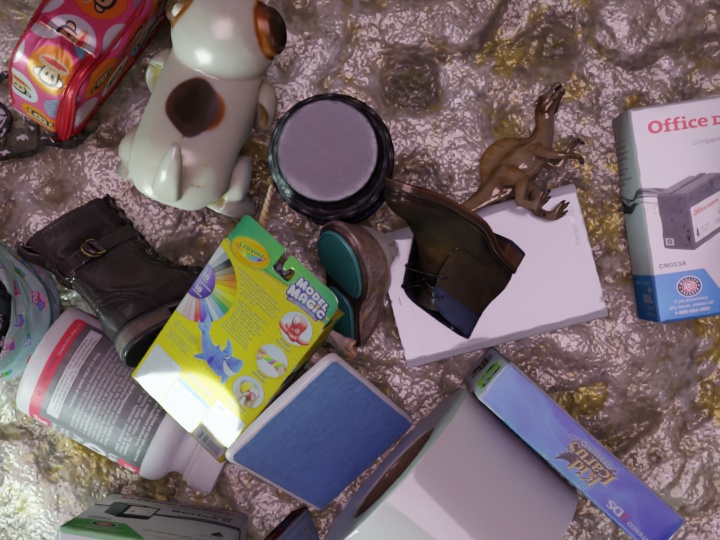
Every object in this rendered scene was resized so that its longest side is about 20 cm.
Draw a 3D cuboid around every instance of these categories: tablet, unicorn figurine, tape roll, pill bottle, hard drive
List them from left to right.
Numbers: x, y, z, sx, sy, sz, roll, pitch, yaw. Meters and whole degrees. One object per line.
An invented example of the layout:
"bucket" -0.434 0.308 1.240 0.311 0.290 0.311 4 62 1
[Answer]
"pill bottle" -0.210 0.127 1.141 0.199 0.111 0.111 28 91 1
"unicorn figurine" -0.065 0.038 1.099 0.137 0.200 0.074 38 60 9
"tablet" -0.032 0.151 1.107 0.130 0.200 0.014 -43 57 1
"pill bottle" -0.025 -0.097 1.090 0.111 0.200 0.113 0 90 2
"tape roll" 0.078 0.226 1.092 0.139 0.203 0.203 42 91 1
"hard drive" 0.125 0.005 1.176 0.199 0.026 0.133 -15 90 2

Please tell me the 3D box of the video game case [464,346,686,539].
"video game case" 0.185 0.156 1.099 0.200 0.181 0.045 42 92 1

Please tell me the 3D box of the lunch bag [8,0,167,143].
"lunch bag" -0.240 -0.218 1.106 0.082 0.176 0.201 34 69 -7

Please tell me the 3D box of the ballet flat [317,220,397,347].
"ballet flat" 0.000 0.000 1.105 0.067 0.200 0.068 -38 70 -21

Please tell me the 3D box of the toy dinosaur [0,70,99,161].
"toy dinosaur" -0.358 -0.140 1.175 0.199 0.047 0.089 -15 97 4

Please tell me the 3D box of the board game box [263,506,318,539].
"board game box" -0.066 0.291 1.096 0.019 0.200 0.103 -21 90 15

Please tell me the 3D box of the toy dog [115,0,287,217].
"toy dog" -0.146 -0.163 1.101 0.139 0.194 0.201 21 99 10

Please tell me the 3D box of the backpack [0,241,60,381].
"backpack" -0.382 0.020 1.130 0.199 0.127 0.168 28 103 15

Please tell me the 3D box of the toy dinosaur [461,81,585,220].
"toy dinosaur" 0.146 -0.085 1.153 0.200 0.058 0.101 -46 54 -10

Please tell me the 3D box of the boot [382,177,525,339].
"boot" 0.071 -0.008 1.076 0.075 0.200 0.097 24 86 43

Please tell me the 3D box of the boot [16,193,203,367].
"boot" -0.199 -0.012 1.150 0.199 0.069 0.174 -24 61 -36

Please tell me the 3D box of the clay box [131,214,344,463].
"clay box" -0.100 0.055 1.037 0.115 0.048 0.200 43 117 8

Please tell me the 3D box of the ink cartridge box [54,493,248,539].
"ink cartridge box" -0.186 0.264 1.099 0.145 0.200 0.085 9 88 1

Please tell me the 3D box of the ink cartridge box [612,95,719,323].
"ink cartridge box" 0.326 -0.060 1.142 0.144 0.084 0.201 -8 90 2
